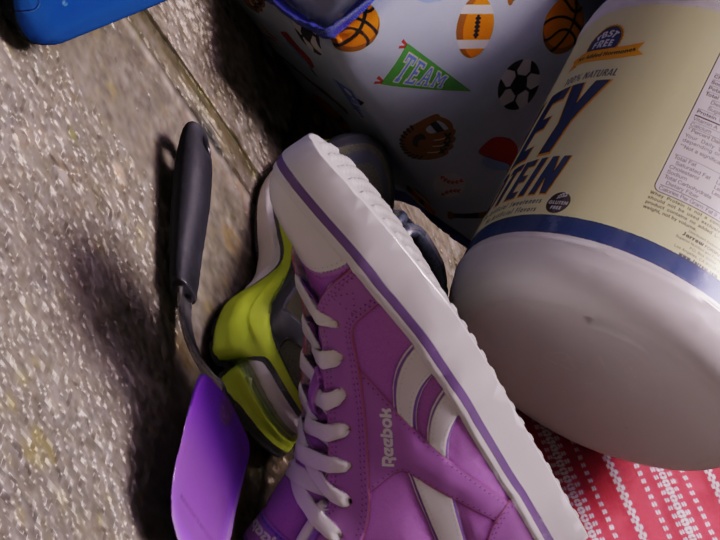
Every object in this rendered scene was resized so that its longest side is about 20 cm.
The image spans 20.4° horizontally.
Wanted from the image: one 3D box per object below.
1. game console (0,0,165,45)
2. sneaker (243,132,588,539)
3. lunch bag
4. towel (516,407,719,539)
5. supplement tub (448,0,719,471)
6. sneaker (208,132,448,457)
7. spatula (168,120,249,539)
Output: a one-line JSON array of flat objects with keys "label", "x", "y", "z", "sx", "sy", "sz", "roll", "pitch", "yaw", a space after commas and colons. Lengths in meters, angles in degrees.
[{"label": "game console", "x": -0.092, "y": -0.206, "z": 0.767, "sx": 0.200, "sy": 0.118, "sz": 0.171, "roll": -28, "pitch": 129, "yaw": -35}, {"label": "sneaker", "x": -0.005, "y": 0.055, "z": 0.723, "sx": 0.201, "sy": 0.114, "sz": 0.073, "roll": 60, "pitch": 2, "yaw": -25}, {"label": "lunch bag", "x": 0.067, "y": -0.138, "z": 0.946, "sx": 0.124, "sy": 0.200, "sz": 0.170, "roll": 36, "pitch": -13, "yaw": 48}, {"label": "towel", "x": 0.116, "y": 0.077, "z": 0.888, "sx": 0.023, "sy": 0.199, "sz": 0.145, "roll": 113, "pitch": -42, "yaw": -57}, {"label": "supplement tub", "x": 0.139, "y": -0.033, "z": 0.849, "sx": 0.145, "sy": 0.145, "sz": 0.200, "roll": 51, "pitch": 56, "yaw": -38}, {"label": "sneaker", "x": 0.000, "y": 0.000, "z": 0.841, "sx": 0.074, "sy": 0.081, "sz": 0.200, "roll": 58, "pitch": 23, "yaw": -26}, {"label": "spatula", "x": -0.061, "y": 0.020, "z": 0.752, "sx": 0.057, "sy": 0.020, "sz": 0.201, "roll": 64, "pitch": 14, "yaw": -51}]
